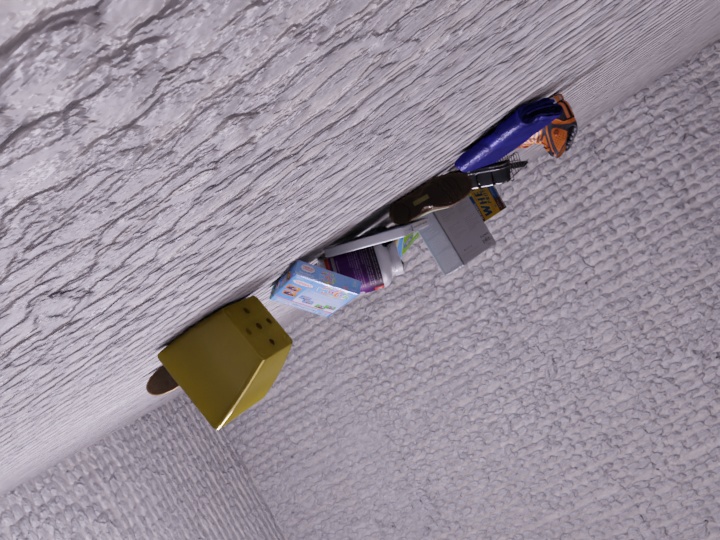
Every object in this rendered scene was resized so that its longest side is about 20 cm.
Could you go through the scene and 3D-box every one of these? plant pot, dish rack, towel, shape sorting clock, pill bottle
[{"bbox_3d":[-0.262,0.170,1.385,0.177,0.200,0.199,-46,172,23],"label":"plant pot"},{"bbox_3d":[0.306,-0.237,1.549,0.151,0.056,0.199,-6,-161,34],"label":"dish rack"},{"bbox_3d":[0.290,-0.272,1.318,0.146,0.050,0.199,-21,171,-38],"label":"towel"},{"bbox_3d":[0.134,-0.119,1.741,0.201,0.039,0.201,-49,162,-21],"label":"shape sorting clock"},{"bbox_3d":[0.000,0.000,1.584,0.196,0.115,0.112,-17,177,0],"label":"pill bottle"}]

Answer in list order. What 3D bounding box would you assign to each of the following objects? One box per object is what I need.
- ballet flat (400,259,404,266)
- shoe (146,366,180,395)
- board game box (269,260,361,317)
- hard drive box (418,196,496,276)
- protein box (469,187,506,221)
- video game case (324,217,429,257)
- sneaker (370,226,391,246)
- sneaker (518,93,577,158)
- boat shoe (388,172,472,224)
[{"bbox_3d":[0.023,-0.016,1.695,0.197,0.068,0.071,-15,-146,24],"label":"ballet flat"},{"bbox_3d":[-0.469,0.265,1.728,0.199,0.070,0.053,-34,170,-29],"label":"shoe"},{"bbox_3d":[-0.103,0.045,1.460,0.200,0.149,0.037,144,-39,-61],"label":"board game box"},{"bbox_3d":[0.221,-0.113,1.623,0.155,0.202,0.076,-28,176,-42],"label":"hard drive box"},{"bbox_3d":[0.327,-0.189,2.139,0.198,0.136,0.199,-34,177,43],"label":"protein box"},{"bbox_3d":[0.040,-0.077,1.493,0.197,0.024,0.181,-14,-174,26],"label":"video game case"},{"bbox_3d":[0.044,-0.071,1.790,0.076,0.077,0.199,-26,169,17],"label":"sneaker"},{"bbox_3d":[0.384,-0.282,1.436,0.077,0.113,0.199,-28,176,-39],"label":"sneaker"},{"bbox_3d":[0.152,-0.161,1.469,0.196,0.073,0.076,-21,180,-3],"label":"boat shoe"}]
